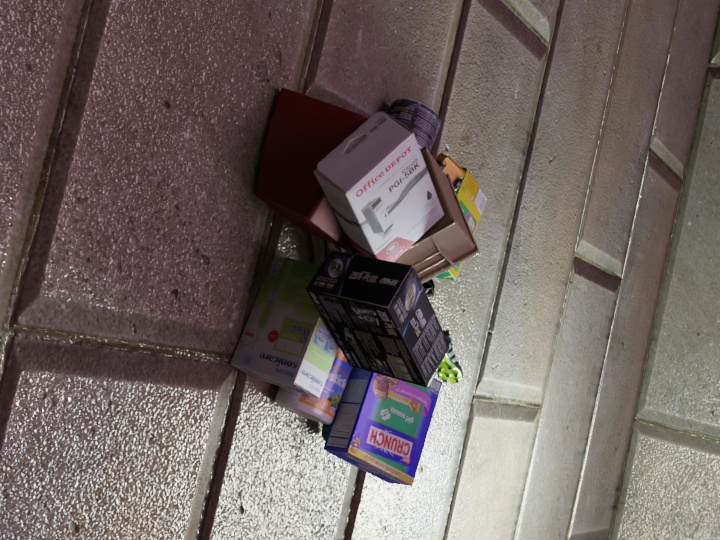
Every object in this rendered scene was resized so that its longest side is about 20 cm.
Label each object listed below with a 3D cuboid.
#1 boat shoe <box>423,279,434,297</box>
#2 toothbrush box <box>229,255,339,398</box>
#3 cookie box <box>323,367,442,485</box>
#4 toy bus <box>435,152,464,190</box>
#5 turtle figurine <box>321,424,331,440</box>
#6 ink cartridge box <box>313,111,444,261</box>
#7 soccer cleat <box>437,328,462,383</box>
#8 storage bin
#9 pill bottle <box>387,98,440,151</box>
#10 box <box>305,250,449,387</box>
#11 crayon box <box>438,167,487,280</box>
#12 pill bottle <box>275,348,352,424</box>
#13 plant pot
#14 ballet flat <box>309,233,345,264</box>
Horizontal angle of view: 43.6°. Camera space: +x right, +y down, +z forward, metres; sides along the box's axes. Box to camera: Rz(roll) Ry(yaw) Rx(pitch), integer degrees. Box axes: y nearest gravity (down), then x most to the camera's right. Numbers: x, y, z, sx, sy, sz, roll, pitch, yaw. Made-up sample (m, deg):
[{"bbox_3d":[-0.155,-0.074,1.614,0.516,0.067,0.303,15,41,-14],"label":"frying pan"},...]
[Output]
[{"bbox_3d":[0.112,0.035,1.763,0.072,0.062,0.202,-35,141,-34],"label":"boat shoe"},{"bbox_3d":[-0.107,0.092,1.504,0.086,0.144,0.202,38,69,-52],"label":"toothbrush box"},{"bbox_3d":[0.045,0.263,1.631,0.170,0.075,0.202,33,66,-32],"label":"cookie box"},{"bbox_3d":[0.114,-0.134,1.748,0.065,0.078,0.201,34,92,-32],"label":"toy bus"},{"bbox_3d":[0.028,0.292,1.757,0.198,0.149,0.102,-9,77,-40],"label":"turtle figurine"},{"bbox_3d":[0.033,-0.120,1.395,0.147,0.083,0.201,-42,142,-11],"label":"ink cartridge box"},{"bbox_3d":[0.188,0.181,2.016,0.201,0.067,0.082,58,40,-44],"label":"soccer cleat"},{"bbox_3d":[0.076,-0.079,1.560,0.094,0.197,0.202,47,21,-45],"label":"storage bin"},{"bbox_3d":[0.072,-0.214,1.710,0.106,0.105,0.202,42,65,-50],"label":"pill bottle"},{"bbox_3d":[0.030,0.076,1.427,0.087,0.162,0.201,-55,138,-28],"label":"box"},{"bbox_3d":[0.186,-0.097,1.857,0.119,0.058,0.202,44,63,-49],"label":"crayon box"},{"bbox_3d":[-0.067,0.161,1.607,0.112,0.111,0.202,39,68,-51],"label":"pill bottle"},{"bbox_3d":[-0.056,-0.154,1.486,0.178,0.199,0.200,-60,142,-6],"label":"plant pot"},{"bbox_3d":[-0.052,-0.022,1.623,0.067,0.062,0.202,-41,130,-41],"label":"ballet flat"}]
